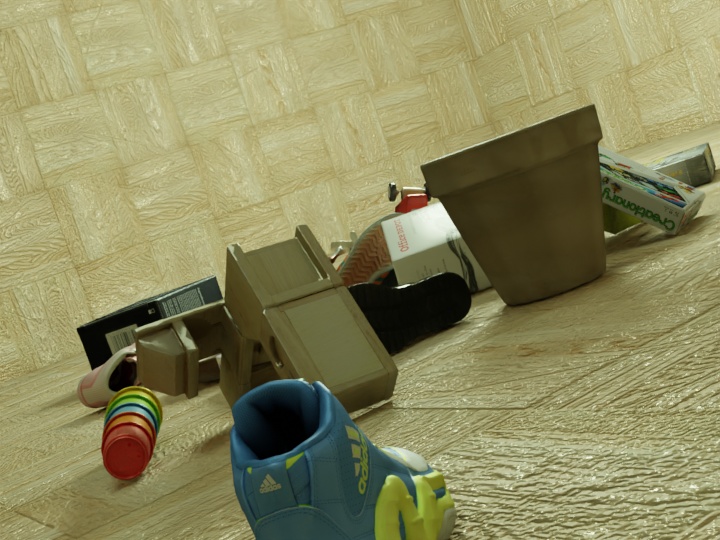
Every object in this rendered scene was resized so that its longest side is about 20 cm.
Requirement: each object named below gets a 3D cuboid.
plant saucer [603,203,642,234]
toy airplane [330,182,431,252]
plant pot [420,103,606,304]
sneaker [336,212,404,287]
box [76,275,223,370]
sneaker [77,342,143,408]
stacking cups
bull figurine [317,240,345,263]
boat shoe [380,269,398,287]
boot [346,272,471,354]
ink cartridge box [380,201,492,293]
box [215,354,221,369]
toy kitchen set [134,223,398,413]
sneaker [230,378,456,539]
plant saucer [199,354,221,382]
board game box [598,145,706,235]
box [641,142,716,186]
[{"bbox_3d":[0.286,-0.124,1.426,0.199,0.048,0.199,30,23,23],"label":"plant saucer"},{"bbox_3d":[0.078,-0.037,1.787,0.199,0.143,0.198,-27,-38,30],"label":"toy airplane"},{"bbox_3d":[0.182,-0.064,1.152,0.197,0.176,0.200,-19,3,1],"label":"plant pot"},{"bbox_3d":[0.000,0.000,1.532,0.200,0.071,0.080,-49,4,-14],"label":"sneaker"},{"bbox_3d":[-0.372,0.107,1.971,0.195,0.119,0.200,-18,5,28],"label":"box"},{"bbox_3d":[-0.314,0.137,1.579,0.199,0.076,0.104,-32,6,-36],"label":"sneaker"},{"bbox_3d":[-0.221,0.159,1.017,0.060,0.061,0.200,-20,7,-6],"label":"stacking cups"},{"bbox_3d":[-0.098,0.029,1.563,0.122,0.065,0.200,-51,4,-35],"label":"bull figurine"},{"bbox_3d":[0.074,0.002,1.566,0.201,0.075,0.064,-27,-35,31],"label":"boat shoe"},{"bbox_3d":[0.006,0.059,1.172,0.198,0.079,0.138,-6,-8,-32],"label":"boot"},{"bbox_3d":[0.136,-0.036,1.400,0.197,0.085,0.145,-19,23,3],"label":"ink cartridge box"},{"bbox_3d":[-0.125,0.113,1.229,0.038,0.042,0.200,-20,5,-18],"label":"box"},{"bbox_3d":[-0.092,0.106,0.947,0.161,0.181,0.201,-18,-37,-23],"label":"toy kitchen set"},{"bbox_3d":[-0.006,0.089,0.483,0.075,0.106,0.200,-18,4,7],"label":"sneaker"},{"bbox_3d":[-0.155,0.110,1.456,0.198,0.037,0.200,-21,4,2],"label":"plant saucer"},{"bbox_3d":[0.310,-0.110,1.301,0.198,0.035,0.126,28,25,21],"label":"board game box"},{"bbox_3d":[0.501,-0.157,1.774,0.157,0.049,0.200,-19,4,23],"label":"box"}]
